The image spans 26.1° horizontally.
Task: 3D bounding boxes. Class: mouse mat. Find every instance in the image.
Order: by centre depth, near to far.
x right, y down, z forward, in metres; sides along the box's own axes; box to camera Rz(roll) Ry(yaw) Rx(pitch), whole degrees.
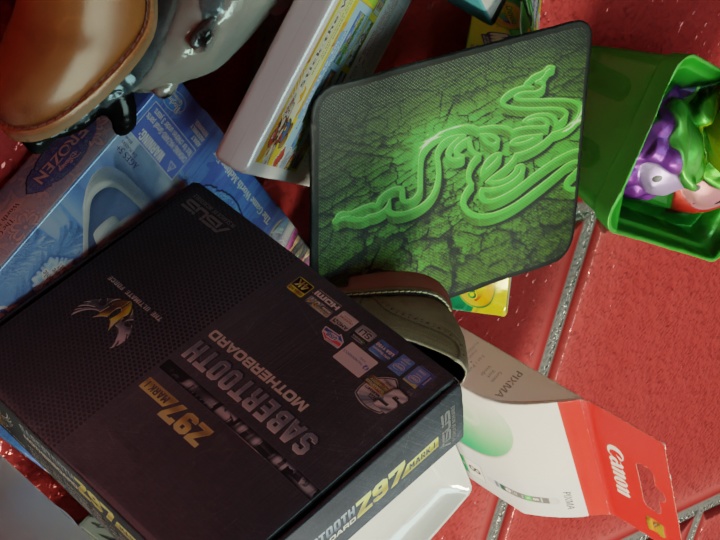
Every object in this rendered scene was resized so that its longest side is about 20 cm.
[{"bbox_3d":[0.054,-0.052,0.897,0.199,0.008,0.162,-20,126,-30],"label":"mouse mat"}]

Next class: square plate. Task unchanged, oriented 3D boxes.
[{"bbox_3d":[-0.008,0.176,1.136,0.198,0.028,0.200,-44,142,-18],"label":"square plate"}]

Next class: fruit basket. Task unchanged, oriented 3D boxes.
[{"bbox_3d":[0.263,-0.081,1.126,0.215,0.215,0.156,11,107,-53],"label":"fruit basket"}]

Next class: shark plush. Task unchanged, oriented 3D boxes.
[{"bbox_3d":[-0.094,-0.134,0.773,0.200,0.083,0.091,-51,172,2],"label":"shark plush"}]

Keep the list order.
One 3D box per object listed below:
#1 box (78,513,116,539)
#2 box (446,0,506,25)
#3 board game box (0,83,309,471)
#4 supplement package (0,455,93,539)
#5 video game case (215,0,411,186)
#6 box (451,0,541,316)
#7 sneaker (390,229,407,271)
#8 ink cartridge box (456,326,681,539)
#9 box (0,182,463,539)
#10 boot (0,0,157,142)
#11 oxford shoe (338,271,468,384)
[{"bbox_3d":[-0.085,0.130,0.924,0.200,0.068,0.082,-43,166,-42],"label":"box"},{"bbox_3d":[0.062,-0.192,0.830,0.083,0.049,0.200,-62,173,5],"label":"box"},{"bbox_3d":[-0.133,0.014,0.853,0.199,0.043,0.200,-50,144,-9],"label":"board game box"},{"bbox_3d":[-0.233,0.218,0.789,0.199,0.151,0.151,-21,131,-41],"label":"supplement package"},{"bbox_3d":[-0.005,-0.141,0.844,0.201,0.023,0.182,-62,173,5],"label":"video game case"},{"bbox_3d":[0.085,-0.085,0.991,0.118,0.048,0.201,-76,172,-56],"label":"box"},{"bbox_3d":[0.000,0.000,0.965,0.081,0.088,0.201,-34,130,-58],"label":"sneaker"},{"bbox_3d":[0.136,0.136,1.131,0.050,0.200,0.161,-44,142,-18],"label":"ink cartridge box"},{"bbox_3d":[-0.073,0.060,0.750,0.157,0.200,0.051,-38,145,-23],"label":"box"},{"bbox_3d":[-0.141,-0.170,0.678,0.201,0.076,0.155,-58,146,-5],"label":"boot"},{"bbox_3d":[-0.038,0.049,0.841,0.199,0.075,0.071,-13,123,-9],"label":"oxford shoe"}]
